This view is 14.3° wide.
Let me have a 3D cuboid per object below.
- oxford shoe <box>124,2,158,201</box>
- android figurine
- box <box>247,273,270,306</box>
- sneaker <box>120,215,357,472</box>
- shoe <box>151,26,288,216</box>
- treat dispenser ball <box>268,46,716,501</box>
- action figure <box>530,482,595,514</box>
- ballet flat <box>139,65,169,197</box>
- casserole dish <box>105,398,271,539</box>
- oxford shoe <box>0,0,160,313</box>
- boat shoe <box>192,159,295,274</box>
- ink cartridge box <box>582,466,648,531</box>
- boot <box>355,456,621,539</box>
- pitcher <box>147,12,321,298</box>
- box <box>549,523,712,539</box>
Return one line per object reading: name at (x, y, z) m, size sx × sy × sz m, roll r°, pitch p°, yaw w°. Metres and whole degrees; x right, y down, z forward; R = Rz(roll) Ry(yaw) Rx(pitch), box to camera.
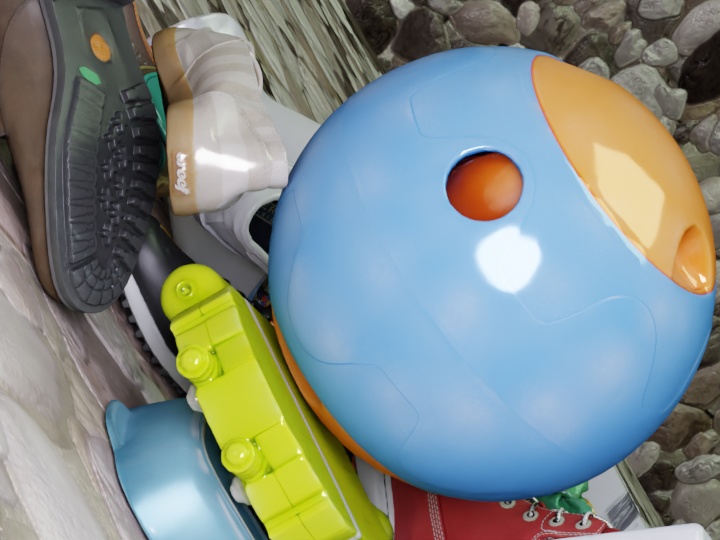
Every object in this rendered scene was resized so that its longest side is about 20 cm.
oxford shoe at (-0.145, -0.122, 1.489) m, size 0.200 × 0.071 × 0.073 m, roll 57°, pitch 13°, yaw -33°
android figurine at (-0.035, 0.078, 1.282) m, size 0.183 × 0.041 × 0.200 m, roll 63°, pitch 6°, yaw 17°
box at (0.026, 0.046, 1.560) m, size 0.200 × 0.137 × 0.038 m, roll 34°, pitch 6°, yaw -39°
sneaker at (-0.049, 0.038, 1.447) m, size 0.201 × 0.090 × 0.070 m, roll 58°, pitch 7°, yaw -24°
shoe at (-0.065, -0.069, 1.330) m, size 0.200 × 0.053 × 0.070 m, roll -106°, pitch -172°, yaw -71°
treat dispenser ball at (0.058, 0.002, 1.276) m, size 0.201 × 0.200 × 0.201 m, roll 59°, pitch 7°, yaw -12°
action figure at (0.097, 0.174, 1.438) m, size 0.118 × 0.054 × 0.201 m, roll 24°, pitch -61°, yaw 50°
ballet flat at (-0.120, -0.062, 1.423) m, size 0.200 × 0.063 × 0.069 m, roll -26°, pitch 94°, yaw -78°
casserole dish at (-0.048, 0.137, 1.285) m, size 0.201 × 0.039 × 0.121 m, roll 59°, pitch 7°, yaw -13°
oxford shoe at (-0.142, -0.075, 1.304) m, size 0.073 × 0.084 × 0.201 m, roll 16°, pitch 64°, yaw -55°
boat shoe at (0.000, 0.000, 1.452) m, size 0.199 × 0.074 × 0.065 m, roll 21°, pitch 14°, yaw -36°
ink cartridge box at (0.080, 0.169, 1.548) m, size 0.201 × 0.145 × 0.083 m, roll 61°, pitch -18°, yaw -23°
boot at (0.071, 0.104, 1.382) m, size 0.072 × 0.144 × 0.201 m, roll 33°, pitch 50°, yaw -47°
pitcher at (-0.053, -0.024, 1.644) m, size 0.200 × 0.121 × 0.172 m, roll 54°, pitch -16°, yaw 38°
box at (0.090, 0.224, 1.222) m, size 0.106 × 0.151 × 0.201 m, roll 48°, pitch 38°, yaw -63°
